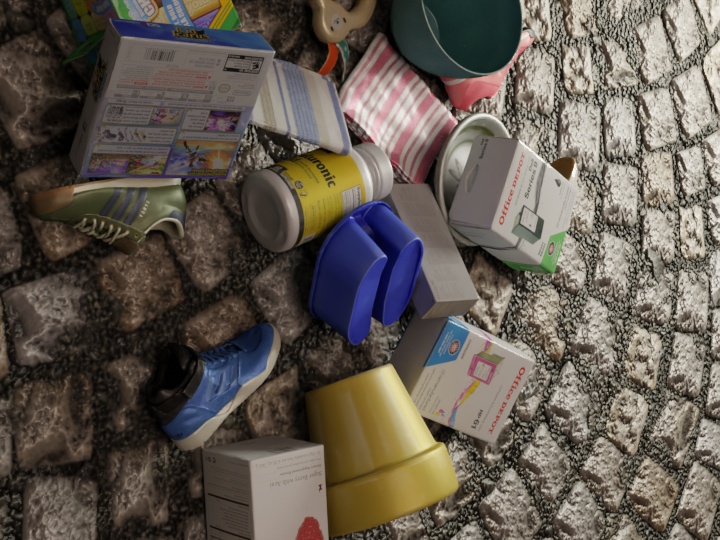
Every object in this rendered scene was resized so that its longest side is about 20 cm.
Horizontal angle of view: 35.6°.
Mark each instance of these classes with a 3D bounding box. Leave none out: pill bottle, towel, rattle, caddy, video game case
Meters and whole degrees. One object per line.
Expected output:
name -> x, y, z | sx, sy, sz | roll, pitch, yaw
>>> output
pill bottle -> -0.053, -0.107, 1.508 | 0.199, 0.111, 0.113 | -24, 105, -37
towel -> -0.105, -0.225, 1.465 | 0.198, 0.024, 0.148 | 13, 45, -34
rattle -> -0.002, -0.366, 1.538 | 0.130, 0.141, 0.203 | 29, 65, -54
towel -> 0.056, -0.232, 1.647 | 0.200, 0.030, 0.147 | 44, 63, -31
caddy -> 0.000, 0.000, 1.519 | 0.140, 0.105, 0.202 | -26, 144, -36
video game case -> -0.216, -0.191, 1.285 | 0.198, 0.046, 0.183 | -3, 131, -39

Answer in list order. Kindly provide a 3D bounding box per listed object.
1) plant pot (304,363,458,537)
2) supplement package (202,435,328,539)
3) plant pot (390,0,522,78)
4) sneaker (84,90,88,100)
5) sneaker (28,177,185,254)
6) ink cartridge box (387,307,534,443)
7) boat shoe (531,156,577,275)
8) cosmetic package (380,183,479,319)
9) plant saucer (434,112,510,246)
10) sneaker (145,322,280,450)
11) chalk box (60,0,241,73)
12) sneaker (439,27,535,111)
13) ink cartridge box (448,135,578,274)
plant pot -> 0.011, 0.237, 1.521 | 0.199, 0.200, 0.191 | -15, 83, -38
supplement package -> -0.120, 0.327, 1.445 | 0.120, 0.119, 0.203 | -6, 94, -40
plant pot -> 0.120, -0.367, 1.629 | 0.198, 0.134, 0.203 | 6, 79, -36
sneaker -> -0.255, -0.175, 1.380 | 0.199, 0.067, 0.091 | -10, 114, -46
sneaker -> -0.289, -0.063, 1.331 | 0.199, 0.067, 0.091 | -14, 93, -41
ink cartridge box -> 0.145, 0.154, 1.663 | 0.199, 0.084, 0.146 | 25, 93, -37
boat shoe -> 0.312, -0.087, 1.836 | 0.069, 0.070, 0.202 | 32, 79, -35
cosmetic package -> 0.090, -0.030, 1.600 | 0.082, 0.051, 0.202 | -1, 58, -37
plant saucer -> 0.165, -0.140, 1.712 | 0.199, 0.050, 0.203 | -13, 107, -47
sneaker -> -0.189, 0.118, 1.416 | 0.200, 0.076, 0.112 | -48, 127, -22
chalk box -> -0.266, -0.300, 1.326 | 0.199, 0.124, 0.125 | -35, 111, -35
sneaker -> 0.200, -0.317, 1.754 | 0.199, 0.073, 0.088 | -35, 123, -28
ink cartridge box -> 0.235, -0.097, 1.698 | 0.199, 0.083, 0.148 | 28, 77, -48
